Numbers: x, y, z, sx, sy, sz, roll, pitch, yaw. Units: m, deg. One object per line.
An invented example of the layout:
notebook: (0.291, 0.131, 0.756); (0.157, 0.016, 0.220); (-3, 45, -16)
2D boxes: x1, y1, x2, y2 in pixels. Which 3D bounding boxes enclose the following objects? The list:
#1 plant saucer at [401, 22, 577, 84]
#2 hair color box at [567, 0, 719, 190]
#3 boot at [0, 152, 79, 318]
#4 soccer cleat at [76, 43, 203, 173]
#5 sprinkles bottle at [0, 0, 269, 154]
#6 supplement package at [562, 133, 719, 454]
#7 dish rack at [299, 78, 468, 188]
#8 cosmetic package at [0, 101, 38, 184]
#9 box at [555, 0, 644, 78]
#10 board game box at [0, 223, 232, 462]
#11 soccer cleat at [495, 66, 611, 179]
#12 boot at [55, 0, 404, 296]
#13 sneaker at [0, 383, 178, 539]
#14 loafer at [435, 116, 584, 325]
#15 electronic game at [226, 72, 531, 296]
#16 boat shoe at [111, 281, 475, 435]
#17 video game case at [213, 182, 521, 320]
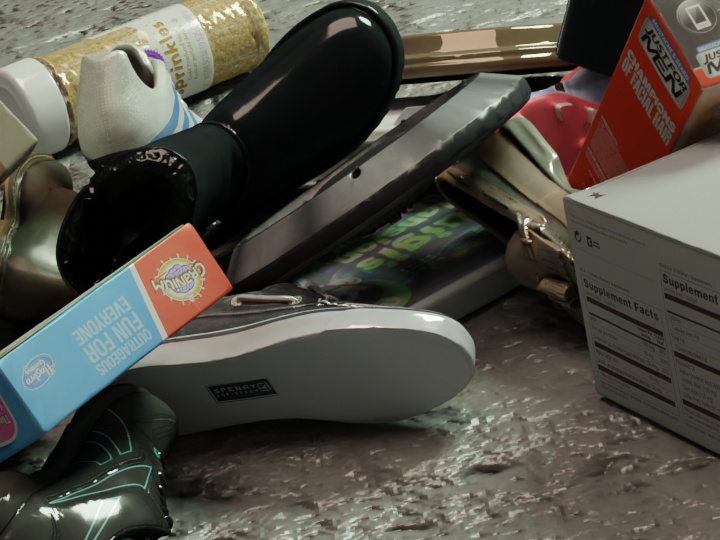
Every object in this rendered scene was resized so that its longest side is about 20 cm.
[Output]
plant saucer: (0.077, -0.138, 1.692); (0.199, 0.030, 0.200); (-5, 2, 0)
hair color box: (0.186, -0.083, 1.385); (0.110, 0.200, 0.064); (-20, 67, -18)
boot: (-0.175, -0.015, 1.593); (0.096, 0.075, 0.200); (9, 23, 2)
soccer cleat: (-0.129, -0.098, 1.646); (0.069, 0.087, 0.200); (-11, -2, 8)
sprinkles bottle: (-0.162, -0.142, 1.863); (0.199, 0.069, 0.068); (-25, 25, -28)
supplement package: (0.227, -0.004, 1.264); (0.199, 0.112, 0.156); (-23, 24, -23)
dish rack: (0.004, -0.086, 1.630); (0.199, 0.044, 0.172); (-4, 12, 23)
cosmetic package: (-0.282, -0.024, 1.502); (0.200, 0.071, 0.105); (-46, 6, -13)
box: (0.246, -0.179, 1.577); (0.199, 0.125, 0.197); (21, 32, 12)
board game box: (-0.173, 0.063, 1.289); (0.200, 0.040, 0.153); (-32, 5, 44)
soccer cleat: (0.129, -0.090, 1.576); (0.199, 0.067, 0.076); (-19, 27, -34)
boot: (-0.070, -0.065, 1.470); (0.200, 0.077, 0.168); (-42, -2, 19)
sneaker: (-0.124, 0.118, 1.240); (0.079, 0.076, 0.200); (25, 26, 11)
loafer: (0.098, -0.013, 1.405); (0.063, 0.072, 0.200); (-25, 33, -4)
electronic game: (0.009, -0.044, 1.426); (0.199, 0.042, 0.200); (-35, 5, 3)
boat shoe: (-0.034, 0.037, 1.345); (0.199, 0.072, 0.068); (-10, 43, 24)
video game case: (0.000, 0.000, 1.494); (0.199, 0.024, 0.181); (-27, 27, -33)
